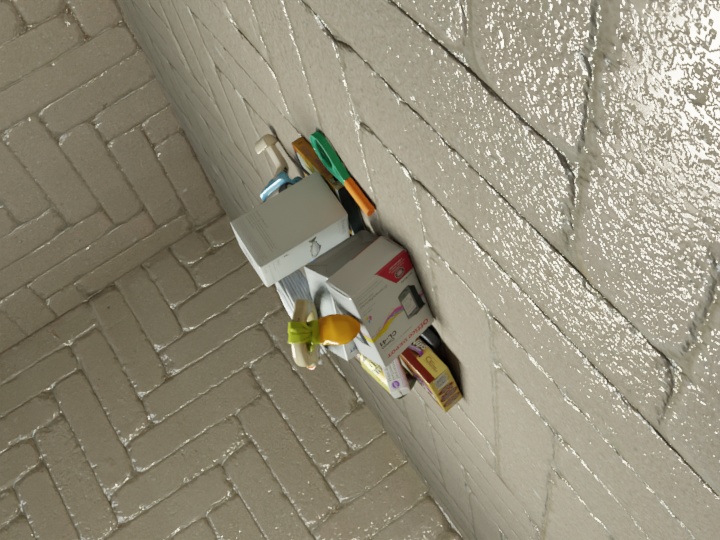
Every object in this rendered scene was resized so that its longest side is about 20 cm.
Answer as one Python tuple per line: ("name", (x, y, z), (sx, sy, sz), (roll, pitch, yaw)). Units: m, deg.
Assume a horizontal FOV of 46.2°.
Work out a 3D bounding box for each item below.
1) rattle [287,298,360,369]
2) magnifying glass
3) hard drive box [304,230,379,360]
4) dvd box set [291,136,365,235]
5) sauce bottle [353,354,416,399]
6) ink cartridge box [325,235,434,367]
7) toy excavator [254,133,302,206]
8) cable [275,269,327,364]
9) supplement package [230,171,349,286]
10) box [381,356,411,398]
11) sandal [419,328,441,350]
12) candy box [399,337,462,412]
("rattle", (-0.059, 0.133, 1.620), (0.200, 0.142, 0.130), (71, -175, -53))
("magnifying glass", (-0.036, -0.181, 1.584), (0.200, 0.022, 0.080), (52, 169, 21))
("hard drive box", (-0.010, 0.048, 1.654), (0.077, 0.156, 0.200), (26, 139, 44))
("dvd box set", (-0.065, -0.169, 1.729), (0.200, 0.029, 0.146), (49, 167, 41))
("sauce bottle", (0.029, 0.190, 1.816), (0.200, 0.065, 0.065), (40, 165, 19))
("ink cartridge box", (0.041, 0.060, 1.588), (0.086, 0.148, 0.200), (29, 153, 46))
("toy excavator", (-0.178, -0.201, 1.955), (0.194, 0.100, 0.200), (40, -148, -22))
("cable", (-0.118, 0.090, 1.838), (0.200, 0.069, 0.200), (58, 172, 27))
("supplement package", (-0.135, -0.080, 1.660), (0.117, 0.200, 0.117), (55, 170, 18))
("box", (0.055, 0.165, 1.764), (0.041, 0.039, 0.200), (53, -163, -62))
("sandal", (0.099, 0.092, 1.759), (0.200, 0.043, 0.076), (40, 170, 30))
("candy box", (0.144, 0.214, 1.769), (0.117, 0.056, 0.200), (46, 175, 30))
